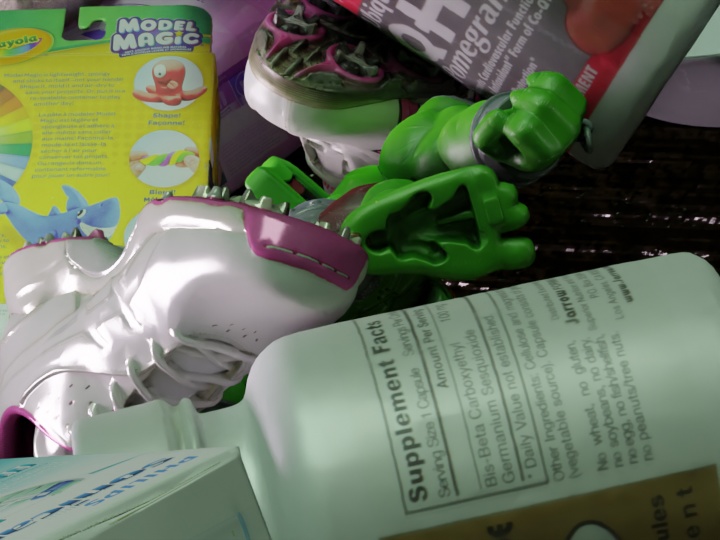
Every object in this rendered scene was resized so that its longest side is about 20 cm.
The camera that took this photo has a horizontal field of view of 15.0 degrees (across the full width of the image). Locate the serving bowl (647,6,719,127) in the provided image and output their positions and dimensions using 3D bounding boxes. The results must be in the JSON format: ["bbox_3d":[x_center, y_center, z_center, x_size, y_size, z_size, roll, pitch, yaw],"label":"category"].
[{"bbox_3d":[0.177,-0.120,1.162,0.199,0.066,0.200,-16,32,10],"label":"serving bowl"}]

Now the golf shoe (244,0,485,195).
[{"bbox_3d":[0.009,-0.062,1.105,0.073,0.092,0.200,35,19,21],"label":"golf shoe"}]

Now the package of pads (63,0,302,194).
[{"bbox_3d":[-0.113,-0.063,1.250,0.200,0.076,0.120,-37,32,-21],"label":"package of pads"}]

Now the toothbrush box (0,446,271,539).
[{"bbox_3d":[-0.088,0.131,0.741,0.085,0.147,0.200,-24,7,-30],"label":"toothbrush box"}]

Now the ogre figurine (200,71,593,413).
[{"bbox_3d":[0.000,0.000,0.985,0.098,0.201,0.120,22,14,-9],"label":"ogre figurine"}]

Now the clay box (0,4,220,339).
[{"bbox_3d":[-0.116,-0.019,1.125,0.114,0.048,0.201,-1,56,2],"label":"clay box"}]

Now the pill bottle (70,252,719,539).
[{"bbox_3d":[0.019,0.069,0.827,0.199,0.115,0.114,-12,32,-4],"label":"pill bottle"}]

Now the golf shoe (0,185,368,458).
[{"bbox_3d":[-0.063,0.028,0.902,0.200,0.075,0.092,-17,55,59],"label":"golf shoe"}]

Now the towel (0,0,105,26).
[{"bbox_3d":[-0.162,-0.118,1.305,0.132,0.035,0.200,-37,1,26],"label":"towel"}]

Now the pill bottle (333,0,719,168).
[{"bbox_3d":[0.038,-0.135,1.025,0.200,0.111,0.111,33,50,4],"label":"pill bottle"}]
